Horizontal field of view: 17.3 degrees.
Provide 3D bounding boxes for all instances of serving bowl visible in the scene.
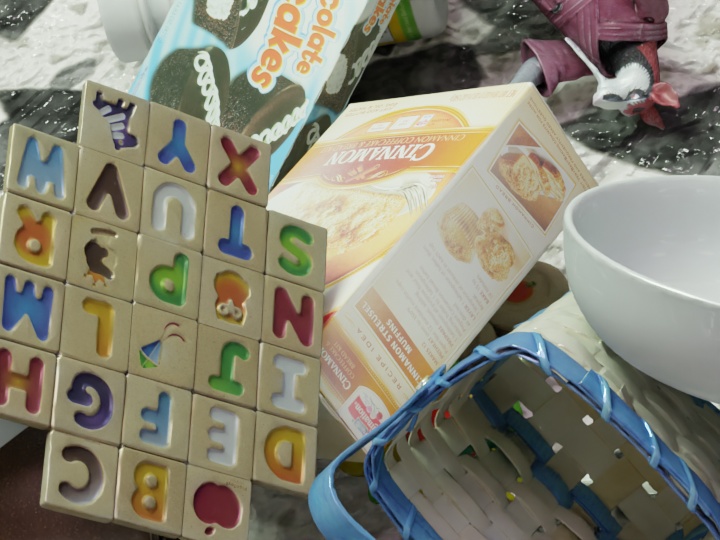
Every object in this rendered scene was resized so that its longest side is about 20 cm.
[{"bbox_3d":[0.183,0.019,1.016,0.200,0.066,0.200,5,18,-2],"label":"serving bowl"}]

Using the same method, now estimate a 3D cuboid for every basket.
[{"bbox_3d":[0.084,0.113,1.027,0.176,0.139,0.200,47,34,2],"label":"basket"}]

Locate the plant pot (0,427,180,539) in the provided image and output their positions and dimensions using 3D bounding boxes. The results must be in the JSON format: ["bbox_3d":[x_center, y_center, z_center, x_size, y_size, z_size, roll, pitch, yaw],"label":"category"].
[{"bbox_3d":[-0.168,0.120,1.100,0.198,0.200,0.201,-4,46,12],"label":"plant pot"}]

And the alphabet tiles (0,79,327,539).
[{"bbox_3d":[-0.086,0.019,1.033,0.006,0.166,0.200,-28,51,48],"label":"alphabet tiles"}]

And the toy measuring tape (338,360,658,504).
[{"bbox_3d":[0.082,0.077,1.155,0.200,0.074,0.074,-3,46,15],"label":"toy measuring tape"}]

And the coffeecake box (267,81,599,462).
[{"bbox_3d":[0.000,0.000,1.195,0.153,0.073,0.200,-1,42,52],"label":"coffeecake box"}]

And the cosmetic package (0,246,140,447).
[{"bbox_3d":[-0.219,0.017,1.054,0.200,0.052,0.151,20,38,31],"label":"cosmetic package"}]

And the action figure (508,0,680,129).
[{"bbox_3d":[0.118,-0.164,1.345,0.134,0.200,0.149,-36,-1,34],"label":"action figure"}]

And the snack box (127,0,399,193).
[{"bbox_3d":[-0.043,-0.150,1.330,0.116,0.037,0.200,31,98,27],"label":"snack box"}]

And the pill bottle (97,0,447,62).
[{"bbox_3d":[-0.054,-0.181,1.424,0.200,0.111,0.111,-8,45,9],"label":"pill bottle"}]

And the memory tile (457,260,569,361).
[{"bbox_3d":[0.008,0.003,1.293,0.153,0.017,0.200,-33,46,-15],"label":"memory tile"}]
